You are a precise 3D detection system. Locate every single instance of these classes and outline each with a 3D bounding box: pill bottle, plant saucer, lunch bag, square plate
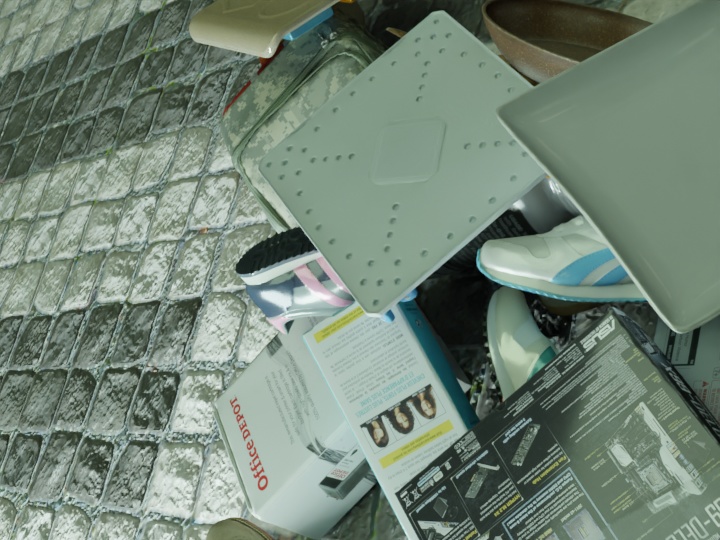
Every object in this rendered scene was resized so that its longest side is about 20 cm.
[{"bbox_3d":[0.116,-0.069,0.844,0.199,0.114,0.115,-17,55,38],"label":"pill bottle"},{"bbox_3d":[0.187,-0.165,0.798,0.201,0.199,0.037,51,136,48],"label":"plant saucer"},{"bbox_3d":[-0.026,-0.133,1.014,0.200,0.139,0.168,-43,46,16],"label":"lunch bag"},{"bbox_3d":[0.219,-0.075,0.651,0.197,0.029,0.201,-28,59,-8],"label":"square plate"}]

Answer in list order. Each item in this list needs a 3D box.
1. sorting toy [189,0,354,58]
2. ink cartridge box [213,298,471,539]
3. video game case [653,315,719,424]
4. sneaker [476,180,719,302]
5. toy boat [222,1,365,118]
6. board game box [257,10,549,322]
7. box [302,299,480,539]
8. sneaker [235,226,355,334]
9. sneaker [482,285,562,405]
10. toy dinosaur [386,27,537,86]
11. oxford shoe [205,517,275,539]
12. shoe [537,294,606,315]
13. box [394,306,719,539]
[{"bbox_3d":[-0.058,-0.280,1.030,0.200,0.037,0.185,-41,34,-17],"label":"sorting toy"},{"bbox_3d":[-0.022,0.110,0.898,0.200,0.083,0.147,-47,41,13],"label":"ink cartridge box"},{"bbox_3d":[0.261,0.092,0.647,0.181,0.023,0.201,-8,52,43],"label":"video game case"},{"bbox_3d":[0.178,-0.019,0.696,0.198,0.076,0.082,-1,91,16],"label":"sneaker"},{"bbox_3d":[-0.090,-0.240,1.127,0.200,0.131,0.130,-46,-2,14],"label":"toy boat"},{"bbox_3d":[0.041,-0.085,0.787,0.200,0.026,0.200,-40,50,2],"label":"board game box"},{"bbox_3d":[0.041,0.114,0.773,0.082,0.049,0.201,-32,79,17],"label":"box"},{"bbox_3d":[0.000,0.000,0.836,0.198,0.083,0.070,-11,31,26],"label":"sneaker"},{"bbox_3d":[0.149,0.098,0.749,0.092,0.070,0.202,-14,59,11],"label":"sneaker"},{"bbox_3d":[0.125,-0.167,0.895,0.198,0.107,0.061,11,49,12],"label":"toy dinosaur"},{"bbox_3d":[-0.096,0.276,0.877,0.071,0.075,0.200,-54,40,6],"label":"oxford shoe"},{"bbox_3d":[0.210,-0.020,0.744,0.199,0.053,0.070,-22,34,29],"label":"shoe"},{"bbox_3d":[0.136,0.147,0.646,0.200,0.050,0.158,-44,51,15],"label":"box"}]
